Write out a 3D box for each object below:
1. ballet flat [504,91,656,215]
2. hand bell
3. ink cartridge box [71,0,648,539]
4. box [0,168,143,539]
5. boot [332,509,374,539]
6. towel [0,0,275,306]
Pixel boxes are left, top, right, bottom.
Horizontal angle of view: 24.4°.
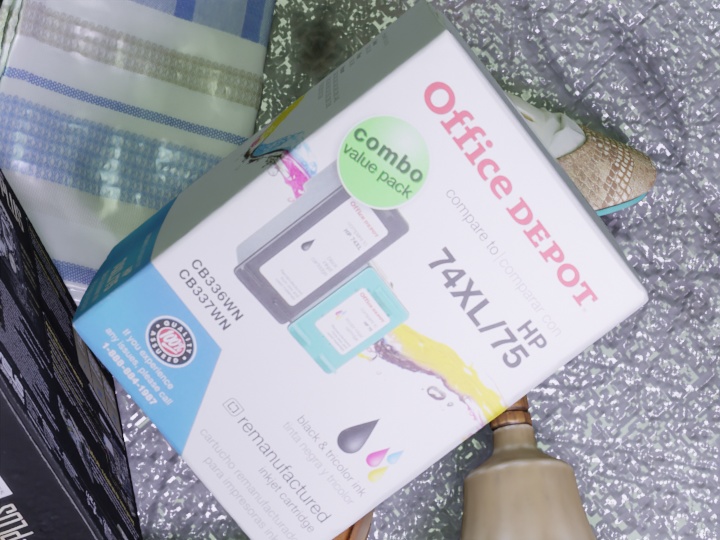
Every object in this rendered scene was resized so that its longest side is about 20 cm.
[{"bbox_3d":[0.053,-0.055,0.842,0.198,0.071,0.066,-10,119,-5],"label":"ballet flat"},{"bbox_3d":[0.076,0.069,0.836,0.103,0.104,0.201,-4,70,-3],"label":"hand bell"},{"bbox_3d":[0.000,0.000,0.752,0.200,0.146,0.147,-38,101,8],"label":"ink cartridge box"},{"bbox_3d":[-0.168,0.055,0.723,0.086,0.201,0.164,-18,49,0],"label":"box"},{"bbox_3d":[-0.099,0.160,0.817,0.155,0.077,0.201,36,89,6],"label":"boot"},{"bbox_3d":[-0.120,-0.076,0.839,0.146,0.024,0.202,15,80,-25],"label":"towel"}]
